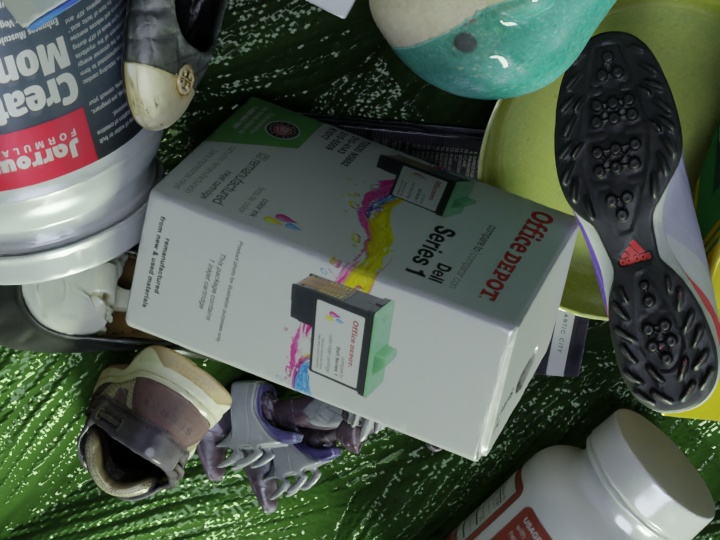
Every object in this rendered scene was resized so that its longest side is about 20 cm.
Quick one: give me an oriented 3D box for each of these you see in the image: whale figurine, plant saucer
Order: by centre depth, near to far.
[{"bbox_3d":[0.102,-0.158,1.051,0.199,0.159,0.104,-29,111,23],"label":"whale figurine"},{"bbox_3d":[0.156,-0.067,1.173,0.198,0.031,0.201,-6,118,-12],"label":"plant saucer"}]

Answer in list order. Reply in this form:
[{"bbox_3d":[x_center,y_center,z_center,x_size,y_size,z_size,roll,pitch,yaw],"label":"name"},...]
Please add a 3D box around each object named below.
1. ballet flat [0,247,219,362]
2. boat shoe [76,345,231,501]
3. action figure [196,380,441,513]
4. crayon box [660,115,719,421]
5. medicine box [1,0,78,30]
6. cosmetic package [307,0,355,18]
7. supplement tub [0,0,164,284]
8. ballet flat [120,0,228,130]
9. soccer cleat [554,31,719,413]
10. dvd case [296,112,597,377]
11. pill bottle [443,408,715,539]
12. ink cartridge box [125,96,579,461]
[{"bbox_3d":[-0.124,0.011,1.172,0.198,0.069,0.068,5,160,-12],"label":"ballet flat"},{"bbox_3d":[-0.126,0.094,1.179,0.072,0.200,0.065,40,67,-6],"label":"boat shoe"},{"bbox_3d":[0.006,0.078,1.209,0.199,0.070,0.130,-21,159,29],"label":"action figure"},{"bbox_3d":[0.242,-0.010,1.180,0.126,0.051,0.201,8,115,-19],"label":"crayon box"},{"bbox_3d":[-0.115,-0.243,0.958,0.200,0.103,0.183,-39,101,-23],"label":"medicine box"},{"bbox_3d":[0.018,-0.232,1.059,0.050,0.083,0.201,25,115,-15],"label":"cosmetic package"},{"bbox_3d":[-0.180,-0.109,1.081,0.139,0.141,0.201,-11,119,3],"label":"supplement tub"},{"bbox_3d":[-0.071,-0.165,1.059,0.056,0.066,0.201,18,86,21],"label":"ballet flat"},{"bbox_3d":[0.149,-0.026,1.125,0.068,0.073,0.202,-14,90,14],"label":"soccer cleat"},{"bbox_3d":[0.040,-0.013,1.218,0.198,0.016,0.150,5,117,-6],"label":"dvd case"},{"bbox_3d":[0.113,0.179,1.273,0.112,0.112,0.200,37,111,-21],"label":"pill bottle"},{"bbox_3d":[0.000,0.000,1.104,0.199,0.145,0.085,21,119,10],"label":"ink cartridge box"}]
